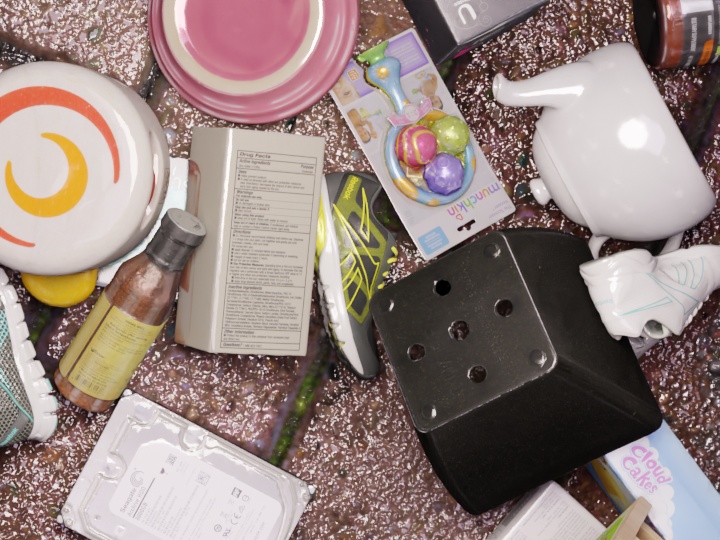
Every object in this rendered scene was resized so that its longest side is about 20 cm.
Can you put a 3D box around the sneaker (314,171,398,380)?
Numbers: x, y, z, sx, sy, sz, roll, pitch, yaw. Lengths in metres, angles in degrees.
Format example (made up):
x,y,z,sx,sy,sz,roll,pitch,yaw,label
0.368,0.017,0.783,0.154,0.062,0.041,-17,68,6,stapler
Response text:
x,y,z,sx,sy,sz,roll,pitch,yaw,label
0.000,0.000,1.740,0.085,0.074,0.200,-12,89,-7,sneaker

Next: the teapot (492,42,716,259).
x,y,z,sx,sy,sz,roll,pitch,yaw,label
0.226,-0.099,1.728,0.146,0.197,0.200,-29,77,11,teapot

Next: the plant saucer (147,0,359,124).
x,y,z,sx,sy,sz,roll,pitch,yaw,label
-0.102,-0.234,1.724,0.200,0.051,0.201,0,92,11,plant saucer

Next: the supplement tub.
x,y,z,sx,sy,sz,roll,pitch,yaw,label
0.365,-0.253,1.778,0.200,0.107,0.107,-9,88,-6,supplement tub

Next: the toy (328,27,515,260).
x,y,z,sx,sy,sz,roll,pitch,yaw,label
0.061,-0.124,1.751,0.115,0.047,0.200,-29,86,-27,toy

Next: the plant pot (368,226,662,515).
x,y,z,sx,sy,sz,roll,pitch,yaw,label
0.117,0.074,1.640,0.199,0.177,0.200,-28,66,15,plant pot

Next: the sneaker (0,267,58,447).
x,y,z,sx,sy,sz,roll,pitch,yaw,label
-0.344,0.070,1.684,0.091,0.078,0.200,-22,88,-34,sneaker

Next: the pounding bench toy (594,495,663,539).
x,y,z,sx,sy,sz,roll,pitch,yaw,label
0.229,0.337,1.668,0.156,0.124,0.200,43,120,4,pounding bench toy

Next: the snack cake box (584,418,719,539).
x,y,z,sx,sy,sz,roll,pitch,yaw,label
0.279,0.209,1.742,0.067,0.115,0.200,-37,92,-6,snack cake box

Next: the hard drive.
x,y,z,sx,sy,sz,roll,pitch,yaw,label
-0.160,0.214,1.732,0.200,0.038,0.140,29,84,-4,hard drive

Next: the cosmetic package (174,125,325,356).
x,y,z,sx,sy,sz,roll,pitch,yaw,label
-0.101,-0.027,1.701,0.103,0.087,0.200,5,93,-29,cosmetic package

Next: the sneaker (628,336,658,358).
x,y,z,sx,sy,sz,roll,pitch,yaw,label
0.221,0.075,1.762,0.200,0.081,0.075,-36,63,-7,sneaker

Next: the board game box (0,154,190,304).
x,y,z,sx,sy,sz,roll,pitch,yaw,label
-0.227,-0.049,1.740,0.200,0.028,0.135,12,85,-6,board game box

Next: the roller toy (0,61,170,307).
x,y,z,sx,sy,sz,roll,pitch,yaw,label
-0.260,-0.087,1.654,0.182,0.140,0.200,-36,90,4,roller toy

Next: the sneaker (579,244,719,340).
x,y,z,sx,sy,sz,roll,pitch,yaw,label
0.272,0.021,1.692,0.200,0.070,0.080,-6,80,-43,sneaker

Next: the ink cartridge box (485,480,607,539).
x,y,z,sx,sy,sz,roll,pitch,yaw,label
0.193,0.318,1.766,0.200,0.050,0.161,43,83,-8,ink cartridge box

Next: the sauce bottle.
x,y,z,sx,sy,sz,roll,pitch,yaw,label
-0.202,0.035,1.684,0.066,0.066,0.200,34,111,-4,sauce bottle

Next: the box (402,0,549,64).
x,y,z,sx,sy,sz,roll,pitch,yaw,label
0.078,-0.307,1.739,0.106,0.122,0.200,-28,90,-7,box
